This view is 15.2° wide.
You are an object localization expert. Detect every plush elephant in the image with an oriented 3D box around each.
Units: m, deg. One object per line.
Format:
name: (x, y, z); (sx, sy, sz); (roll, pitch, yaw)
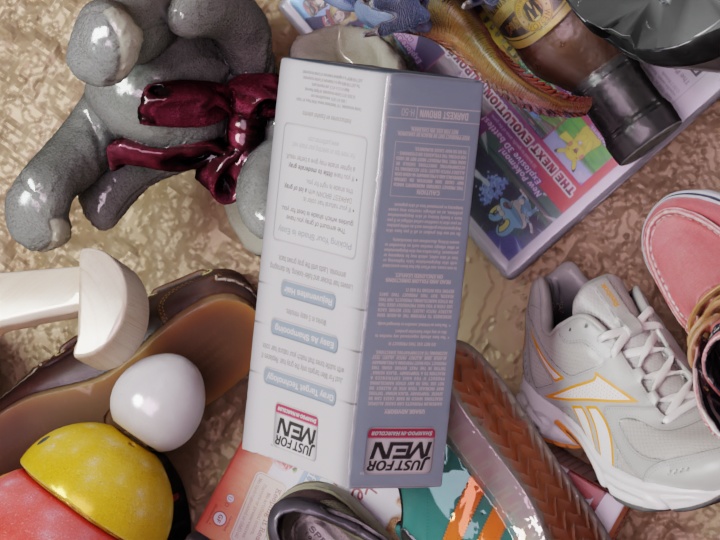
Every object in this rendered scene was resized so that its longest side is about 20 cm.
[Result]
plush elephant: (-0.068, -0.073, 1.419); (0.154, 0.200, 0.165); (33, 126, 6)

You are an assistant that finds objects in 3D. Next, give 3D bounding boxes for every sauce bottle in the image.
sauce bottle: (0.096, -0.147, 1.409); (0.065, 0.065, 0.200); (-38, 82, 10)

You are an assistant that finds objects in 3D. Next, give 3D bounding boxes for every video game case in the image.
video game case: (0.084, -0.129, 1.457); (0.182, 0.023, 0.200); (-41, 82, 10)

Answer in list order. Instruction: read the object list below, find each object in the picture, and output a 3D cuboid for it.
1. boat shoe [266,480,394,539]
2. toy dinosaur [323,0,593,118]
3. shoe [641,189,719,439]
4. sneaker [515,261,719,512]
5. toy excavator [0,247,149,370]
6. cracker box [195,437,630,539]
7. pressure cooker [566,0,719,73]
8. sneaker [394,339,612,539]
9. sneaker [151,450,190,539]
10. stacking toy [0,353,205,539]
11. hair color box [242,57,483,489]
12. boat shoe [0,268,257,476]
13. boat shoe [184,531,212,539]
boat shoe: (0.026, 0.187, 1.389); (0.200, 0.065, 0.072); (44, 100, 7)
toy dinosaur: (0.002, -0.145, 1.405); (0.105, 0.181, 0.201); (-36, 106, -12)
shoe: (0.185, 0.026, 1.294); (0.200, 0.091, 0.072); (48, 118, 35)
sneaker: (0.136, 0.054, 1.357); (0.075, 0.200, 0.093); (-17, 113, -26)
toy excavator: (-0.230, 0.059, 1.410); (0.194, 0.100, 0.201); (22, 85, 20)
cracker box: (0.030, 0.130, 1.450); (0.199, 0.058, 0.134); (29, 97, 11)
pressure cooker: (0.210, -0.183, 1.343); (0.178, 0.199, 0.177); (20, 102, 46)
sneaker: (0.070, 0.138, 1.379); (0.080, 0.071, 0.201); (-35, 80, 30)
sneaker: (-0.153, 0.193, 1.486); (0.086, 0.074, 0.201); (14, 93, 14)
stacking toy: (-0.146, 0.130, 1.405); (0.146, 0.146, 0.201); (33, 85, 11)
hair color box: (0.000, 0.000, 1.337); (0.099, 0.060, 0.201); (14, 100, 55)
boat shoe: (-0.139, 0.068, 1.478); (0.199, 0.070, 0.071); (-30, 115, 1)
boat shoe: (-0.021, 0.213, 1.458); (0.199, 0.069, 0.057); (32, 97, 9)
